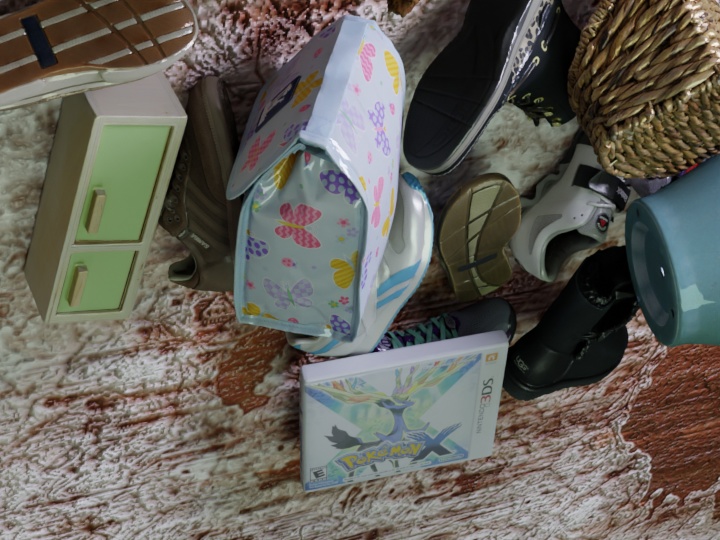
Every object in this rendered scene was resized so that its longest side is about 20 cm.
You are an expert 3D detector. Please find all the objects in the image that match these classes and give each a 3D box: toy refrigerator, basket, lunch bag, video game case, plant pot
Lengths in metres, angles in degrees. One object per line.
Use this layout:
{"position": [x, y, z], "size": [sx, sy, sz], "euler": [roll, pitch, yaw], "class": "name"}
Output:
{"position": [-0.199, -0.054, 1.177], "size": [0.075, 0.070, 0.201], "euler": [-2, 132, -31], "class": "toy refrigerator"}
{"position": [0.242, -0.173, 1.279], "size": [0.142, 0.150, 0.200], "euler": [-27, 164, 21], "class": "basket"}
{"position": [-0.033, -0.077, 1.172], "size": [0.126, 0.171, 0.201], "euler": [12, 136, 3], "class": "lunch bag"}
{"position": [0.039, 0.138, 1.464], "size": [0.198, 0.022, 0.183], "euler": [-9, 139, -10], "class": "video game case"}
{"position": [0.342, -0.019, 1.350], "size": [0.186, 0.201, 0.201], "euler": [-13, 137, -5], "class": "plant pot"}

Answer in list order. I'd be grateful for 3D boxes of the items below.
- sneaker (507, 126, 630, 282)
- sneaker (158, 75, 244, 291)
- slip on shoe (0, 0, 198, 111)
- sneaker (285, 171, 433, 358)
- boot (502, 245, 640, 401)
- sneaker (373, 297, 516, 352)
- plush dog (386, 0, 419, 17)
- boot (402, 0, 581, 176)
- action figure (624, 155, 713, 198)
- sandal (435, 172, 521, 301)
{"position": [0.221, -0.071, 1.419], "size": [0.074, 0.089, 0.200], "euler": [21, 116, -42], "class": "sneaker"}
{"position": [-0.131, -0.060, 1.217], "size": [0.075, 0.071, 0.201], "euler": [-6, 128, -1], "class": "sneaker"}
{"position": [-0.214, -0.154, 1.080], "size": [0.199, 0.077, 0.061], "euler": [-23, 180, -23], "class": "slip on shoe"}
{"position": [0.000, 0.000, 1.356], "size": [0.080, 0.077, 0.201], "euler": [4, 126, -34], "class": "sneaker"}
{"position": [0.239, 0.043, 1.499], "size": [0.199, 0.077, 0.168], "euler": [-17, 154, -45], "class": "boot"}
{"position": [0.058, 0.080, 1.477], "size": [0.199, 0.075, 0.088], "euler": [-35, 135, 4], "class": "sneaker"}
{"position": [0.004, -0.270, 1.011], "size": [0.160, 0.172, 0.200], "euler": [-35, 139, 2], "class": "plush dog"}
{"position": [0.125, -0.144, 1.253], "size": [0.154, 0.073, 0.205], "euler": [39, 76, -52], "class": "boot"}
{"position": [0.331, -0.060, 1.493], "size": [0.192, 0.104, 0.202], "euler": [16, 96, -36], "class": "action figure"}
{"position": [0.103, -0.036, 1.410], "size": [0.080, 0.054, 0.200], "euler": [-20, 153, -4], "class": "sandal"}
